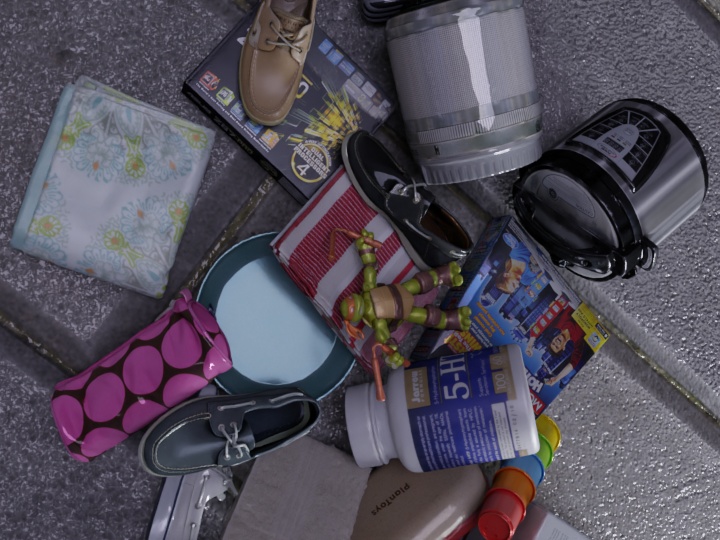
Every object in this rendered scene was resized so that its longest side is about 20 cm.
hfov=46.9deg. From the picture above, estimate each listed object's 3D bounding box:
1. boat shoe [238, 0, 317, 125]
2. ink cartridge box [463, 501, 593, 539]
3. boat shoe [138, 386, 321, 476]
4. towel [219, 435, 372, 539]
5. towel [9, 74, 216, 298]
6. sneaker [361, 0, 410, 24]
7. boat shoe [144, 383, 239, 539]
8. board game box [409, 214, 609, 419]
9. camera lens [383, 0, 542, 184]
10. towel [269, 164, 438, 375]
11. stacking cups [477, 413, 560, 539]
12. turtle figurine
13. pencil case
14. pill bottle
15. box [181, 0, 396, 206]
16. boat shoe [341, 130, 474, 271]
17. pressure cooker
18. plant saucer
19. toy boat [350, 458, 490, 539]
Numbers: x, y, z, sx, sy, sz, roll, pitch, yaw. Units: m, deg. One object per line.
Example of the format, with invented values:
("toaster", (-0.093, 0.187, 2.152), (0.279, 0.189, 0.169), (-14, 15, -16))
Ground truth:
("boat shoe", (-0.087, -0.260, 0.901), (0.070, 0.064, 0.203), (11, 83, -16))
("ink cartridge box", (0.227, 0.375, 0.970), (0.199, 0.144, 0.146), (35, 80, -11))
("boat shoe", (-0.129, 0.163, 0.857), (0.198, 0.061, 0.074), (-10, 92, -36))
("towel", (-0.070, 0.263, 0.880), (0.131, 0.035, 0.201), (27, 44, -4))
("towel", (-0.265, -0.091, 0.904), (0.169, 0.048, 0.203), (20, 83, -13))
("sneaker", (0.088, -0.363, 1.004), (0.197, 0.074, 0.089), (-14, 81, -18))
("boat shoe", (-0.170, 0.229, 0.903), (0.085, 0.075, 0.205), (18, 86, -14))
("board game box", (0.169, 0.075, 1.011), (0.200, 0.062, 0.200), (-43, 99, -12))
("camera lens", (0.120, -0.215, 0.947), (0.158, 0.160, 0.203), (-17, 103, -15))
("towel", (0.000, 0.000, 0.948), (0.201, 0.023, 0.144), (52, 59, -22))
("stacking cups", (0.181, 0.231, 0.943), (0.060, 0.200, 0.061), (8, 110, 22))
("turtle figurine", (0.041, 0.046, 0.912), (0.159, 0.065, 0.202), (-3, 62, -26))
("pencil case", (-0.231, 0.110, 0.865), (0.199, 0.091, 0.094), (-35, 102, 1))
("pill bottle", (0.088, 0.156, 0.912), (0.197, 0.120, 0.121), (-12, 91, 9))
("box", (-0.080, -0.198, 0.959), (0.200, 0.049, 0.162), (43, 74, -11))
("boat shoe", (0.056, -0.086, 0.956), (0.200, 0.067, 0.072), (50, 51, -20))
("pressure cooker", (0.290, -0.085, 0.987), (0.199, 0.176, 0.180), (-36, 101, -18))
("plant saucer", (-0.093, 0.057, 0.951), (0.197, 0.036, 0.203), (1, 87, -16))
("toy boat", (0.064, 0.297, 0.956), (0.199, 0.130, 0.132), (-36, 127, -13))
